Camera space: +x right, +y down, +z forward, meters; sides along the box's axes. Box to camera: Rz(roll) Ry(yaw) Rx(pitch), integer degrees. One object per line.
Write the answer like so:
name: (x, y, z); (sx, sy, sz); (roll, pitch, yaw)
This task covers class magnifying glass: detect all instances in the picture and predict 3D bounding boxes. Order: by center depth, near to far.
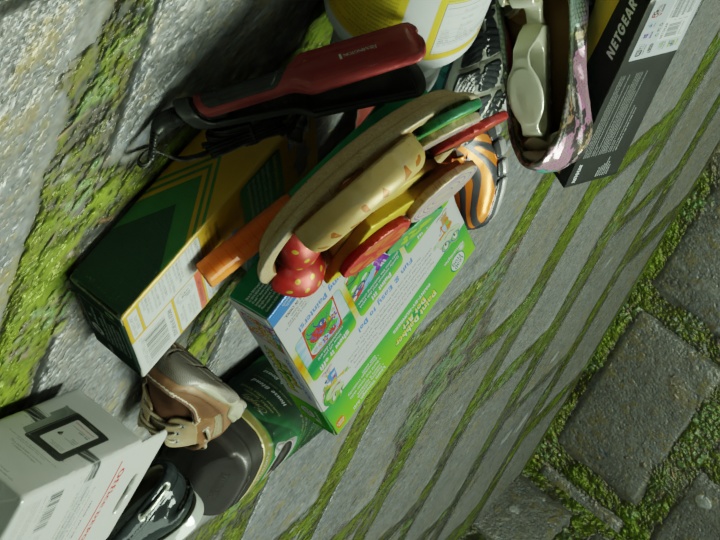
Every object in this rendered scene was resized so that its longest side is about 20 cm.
magnifying glass: (-0.028, -0.057, 1.269); (0.200, 0.022, 0.080); (-37, 171, -7)

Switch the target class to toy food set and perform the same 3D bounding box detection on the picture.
toy food set: (0.014, -0.052, 1.253); (0.198, 0.049, 0.200); (-33, 169, -35)

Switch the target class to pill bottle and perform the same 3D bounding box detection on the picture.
pill bottle: (0.037, -0.205, 1.236); (0.112, 0.112, 0.200); (-43, 165, -35)

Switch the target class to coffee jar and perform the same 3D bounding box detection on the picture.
coffee jar: (-0.096, 0.139, 1.693); (0.200, 0.085, 0.105); (-36, 162, -53)

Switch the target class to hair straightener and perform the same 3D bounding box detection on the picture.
hair straightener: (-0.050, -0.098, 1.206); (0.199, 0.041, 0.077); (-21, 146, -9)

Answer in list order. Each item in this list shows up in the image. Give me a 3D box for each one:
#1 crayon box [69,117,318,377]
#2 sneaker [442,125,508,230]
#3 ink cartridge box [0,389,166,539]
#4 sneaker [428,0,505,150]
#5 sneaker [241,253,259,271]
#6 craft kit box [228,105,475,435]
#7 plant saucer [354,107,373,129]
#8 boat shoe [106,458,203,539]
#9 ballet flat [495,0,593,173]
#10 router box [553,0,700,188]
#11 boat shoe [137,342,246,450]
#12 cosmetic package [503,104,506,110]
crayon box: (-0.111, -0.032, 1.297); (0.200, 0.051, 0.126); (-49, 166, -16)
sneaker: (0.055, -0.122, 1.485); (0.112, 0.077, 0.202); (-25, 110, -50)
ink cartridge box: (-0.230, 0.158, 1.303); (0.116, 0.068, 0.200); (-58, 165, 20)
sneaker: (0.073, -0.188, 1.354); (0.077, 0.079, 0.202); (-14, 116, -46)
sneaker: (-0.048, 0.005, 1.530); (0.071, 0.080, 0.200); (-49, 166, -14)
craft kit box: (0.000, 0.000, 1.434); (0.200, 0.048, 0.198); (-52, 147, -17)
plant saucer: (0.035, -0.050, 1.596); (0.199, 0.036, 0.202); (-12, 110, -70)
boat shoe: (-0.226, 0.234, 1.556); (0.200, 0.076, 0.060); (-41, 126, -12)
ballet flat: (0.120, -0.164, 1.271); (0.071, 0.069, 0.202); (-30, 116, -62)
router box: (0.157, -0.184, 1.341); (0.052, 0.158, 0.201); (-15, 148, -25)
boat shoe: (-0.142, 0.110, 1.501); (0.072, 0.076, 0.200); (-49, 164, -6)
cosmetic package: (0.152, -0.197, 1.605); (0.081, 0.114, 0.200); (-10, 176, 13)
